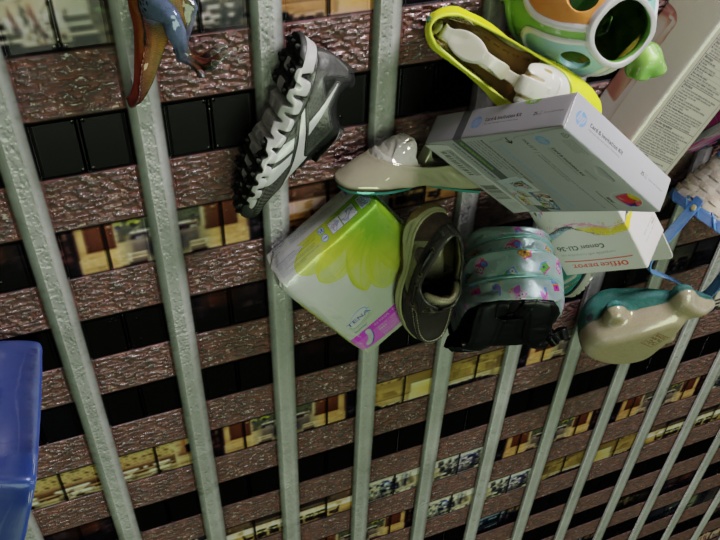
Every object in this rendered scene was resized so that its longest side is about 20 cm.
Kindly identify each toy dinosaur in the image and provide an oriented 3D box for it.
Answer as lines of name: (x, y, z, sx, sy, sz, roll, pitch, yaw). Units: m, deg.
toy dinosaur: (-0.171, -0.242, 0.623, 0.199, 0.105, 0.182, -27, 117, 14)

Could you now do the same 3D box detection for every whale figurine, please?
whale figurine: (0.415, 0.062, 1.156, 0.158, 0.105, 0.200, 19, 141, -32)

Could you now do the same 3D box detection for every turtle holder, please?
turtle holder: (0.230, -0.252, 0.786, 0.140, 0.132, 0.186, -30, 136, -1)

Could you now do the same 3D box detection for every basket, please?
basket: (0.506, -0.058, 1.095, 0.175, 0.139, 0.201, 20, 109, -38)

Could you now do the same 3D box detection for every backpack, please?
backpack: (0.181, 0.028, 0.981, 0.165, 0.128, 0.200, -8, 161, 2)

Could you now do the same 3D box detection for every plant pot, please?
plant pot: (-0.434, 0.198, 0.797, 0.178, 0.201, 0.201, 9, 125, -26)

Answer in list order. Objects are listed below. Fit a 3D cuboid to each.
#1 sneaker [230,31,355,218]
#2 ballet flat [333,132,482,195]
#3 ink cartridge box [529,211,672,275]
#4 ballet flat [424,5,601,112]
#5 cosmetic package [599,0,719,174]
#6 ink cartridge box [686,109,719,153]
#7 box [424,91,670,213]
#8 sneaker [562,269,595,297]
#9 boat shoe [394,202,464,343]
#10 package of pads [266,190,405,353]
sneaker: (-0.064, -0.132, 0.785, 0.090, 0.067, 0.201, 10, 121, -31)
ballet flat: (0.062, -0.123, 0.866, 0.198, 0.070, 0.070, -5, 131, -31)
ink cartridge box: (0.283, -0.062, 0.944, 0.200, 0.116, 0.068, 52, 55, -25)
ballet flat: (0.145, -0.192, 0.760, 0.067, 0.199, 0.067, -57, 174, 17)
cosmetic package: (0.368, -0.220, 0.918, 0.103, 0.088, 0.201, 15, 122, -35)
ink cartridge box: (0.469, -0.196, 0.950, 0.094, 0.037, 0.200, -15, 170, -20)
box: (0.184, -0.111, 0.793, 0.155, 0.199, 0.042, 31, 78, -30)
sneaker: (0.298, -0.043, 1.053, 0.079, 0.078, 0.201, 9, 124, -22)
boat shoe: (0.083, 0.019, 0.903, 0.073, 0.065, 0.201, -22, 134, -16)
package of pads: (0.000, 0.000, 0.936, 0.154, 0.068, 0.200, -40, 135, 8)
